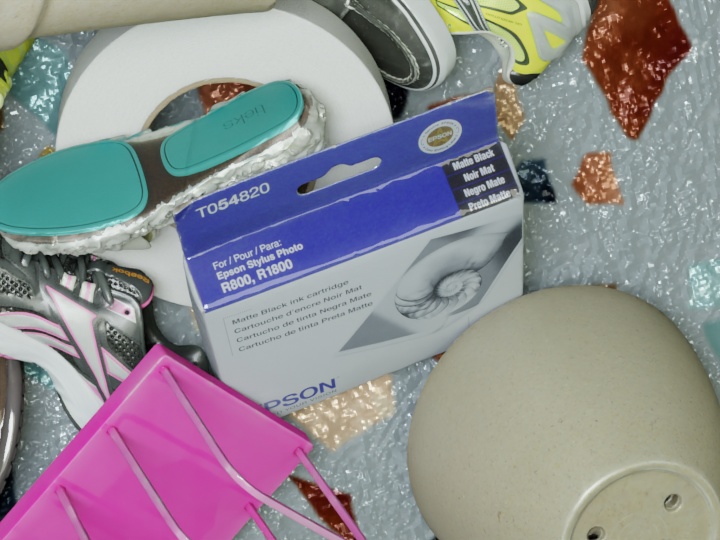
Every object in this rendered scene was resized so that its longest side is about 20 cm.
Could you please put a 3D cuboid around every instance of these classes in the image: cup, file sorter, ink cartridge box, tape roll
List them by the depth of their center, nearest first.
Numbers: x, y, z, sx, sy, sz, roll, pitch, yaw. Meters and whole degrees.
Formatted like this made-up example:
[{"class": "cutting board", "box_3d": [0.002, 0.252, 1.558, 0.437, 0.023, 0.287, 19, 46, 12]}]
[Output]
[{"class": "file sorter", "box_3d": [-0.113, 0.176, 1.195, 0.200, 0.126, 0.139, -48, 133, 7]}, {"class": "ink cartridge box", "box_3d": [0.000, 0.000, 1.212, 0.198, 0.201, 0.041, -21, 58, -7]}, {"class": "tape roll", "box_3d": [-0.077, -0.070, 1.216, 0.201, 0.037, 0.204, -3, 122, -4]}, {"class": "cup", "box_3d": [0.141, 0.127, 1.246, 0.198, 0.143, 0.202, -5, 111, -13]}]

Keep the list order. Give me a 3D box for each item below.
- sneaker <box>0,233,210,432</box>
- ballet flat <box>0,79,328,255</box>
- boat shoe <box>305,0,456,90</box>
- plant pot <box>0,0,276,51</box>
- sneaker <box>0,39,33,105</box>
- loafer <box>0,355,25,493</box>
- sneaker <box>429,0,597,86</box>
[{"class": "sneaker", "box_3d": [-0.164, 0.018, 1.218, 0.086, 0.081, 0.200, -35, 118, 20]}, {"class": "ballet flat", "box_3d": [-0.108, -0.044, 1.171, 0.198, 0.072, 0.072, -18, 100, 5]}, {"class": "boat shoe", "box_3d": [-0.035, -0.162, 1.228, 0.199, 0.071, 0.064, 36, 53, -6]}, {"class": "plant pot", "box_3d": [-0.128, -0.203, 1.083, 0.182, 0.200, 0.203, -2, 98, -26]}, {"class": "sneaker", "box_3d": [-0.233, -0.077, 1.161, 0.076, 0.075, 0.200, 40, 47, -6]}, {"class": "loafer", "box_3d": [-0.251, 0.133, 1.229, 0.070, 0.073, 0.202, 20, 92, -12]}, {"class": "sneaker", "box_3d": [0.046, -0.183, 1.247, 0.199, 0.075, 0.077, 31, 90, -11]}]
